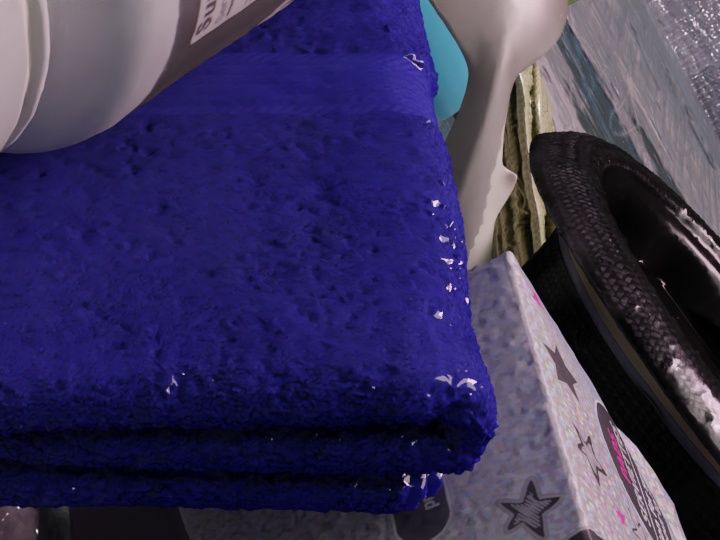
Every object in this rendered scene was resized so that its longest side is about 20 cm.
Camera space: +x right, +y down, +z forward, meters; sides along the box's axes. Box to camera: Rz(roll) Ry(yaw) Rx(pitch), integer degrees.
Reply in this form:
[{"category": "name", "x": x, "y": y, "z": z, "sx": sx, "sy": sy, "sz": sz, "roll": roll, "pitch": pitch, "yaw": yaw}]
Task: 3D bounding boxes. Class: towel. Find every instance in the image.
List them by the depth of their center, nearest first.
[{"category": "towel", "x": -0.050, "y": -0.017, "z": 0.567, "sx": 0.201, "sy": 0.146, "sz": 0.050, "roll": -99, "pitch": -171, "yaw": -52}, {"category": "towel", "x": 0.069, "y": -0.021, "z": 1.041, "sx": 0.200, "sy": 0.036, "sz": 0.150, "roll": -109, "pitch": -168, "yaw": -85}]

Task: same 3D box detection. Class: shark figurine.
[{"category": "shark figurine", "x": 0.002, "y": -0.003, "z": 0.775, "sx": 0.129, "sy": 0.089, "sz": 0.215, "roll": -82, "pitch": -174, "yaw": -45}]

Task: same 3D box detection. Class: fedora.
[{"category": "fedora", "x": 0.098, "y": 0.053, "z": 0.799, "sx": 0.201, "sy": 0.092, "sz": 0.201, "roll": 44, "pitch": 18, "yaw": -18}]

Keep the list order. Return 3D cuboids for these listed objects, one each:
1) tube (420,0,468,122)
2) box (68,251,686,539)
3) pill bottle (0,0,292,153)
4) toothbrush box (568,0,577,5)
[{"category": "tube", "x": -0.010, "y": -0.146, "z": 0.904, "sx": 0.201, "sy": 0.050, "sz": 0.077, "roll": 63, "pitch": -6, "yaw": -33}, {"category": "box", "x": 0.018, "y": 0.116, "z": 0.542, "sx": 0.115, "sy": 0.131, "sz": 0.201, "roll": 55, "pitch": 16, "yaw": -41}, {"category": "pill bottle", "x": -0.062, "y": -0.097, "z": 0.535, "sx": 0.200, "sy": 0.113, "sz": 0.114, "roll": -39, "pitch": 104, "yaw": -42}, {"category": "toothbrush box", "x": 0.021, "y": -0.165, "z": 1.076, "sx": 0.146, "sy": 0.086, "sz": 0.200, "roll": 62, "pitch": -2, "yaw": -6}]
